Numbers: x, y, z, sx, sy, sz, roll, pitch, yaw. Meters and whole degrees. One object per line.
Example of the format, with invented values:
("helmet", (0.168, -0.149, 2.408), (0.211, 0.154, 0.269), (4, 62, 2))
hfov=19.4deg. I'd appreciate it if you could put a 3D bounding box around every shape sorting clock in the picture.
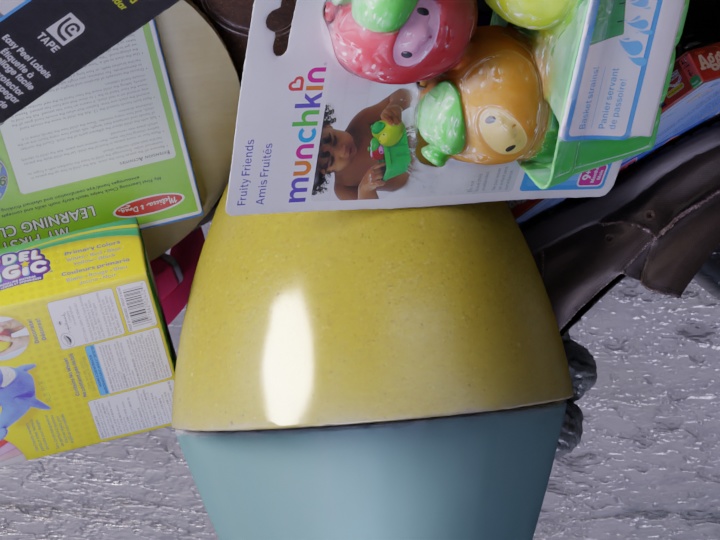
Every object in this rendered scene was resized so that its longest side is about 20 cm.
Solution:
("shape sorting clock", (-0.156, -0.069, 1.020), (0.200, 0.039, 0.200), (-6, 125, -8))

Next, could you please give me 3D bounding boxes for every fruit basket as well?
("fruit basket", (0.047, -0.105, 0.926), (0.200, 0.094, 0.186), (-6, 123, -28))

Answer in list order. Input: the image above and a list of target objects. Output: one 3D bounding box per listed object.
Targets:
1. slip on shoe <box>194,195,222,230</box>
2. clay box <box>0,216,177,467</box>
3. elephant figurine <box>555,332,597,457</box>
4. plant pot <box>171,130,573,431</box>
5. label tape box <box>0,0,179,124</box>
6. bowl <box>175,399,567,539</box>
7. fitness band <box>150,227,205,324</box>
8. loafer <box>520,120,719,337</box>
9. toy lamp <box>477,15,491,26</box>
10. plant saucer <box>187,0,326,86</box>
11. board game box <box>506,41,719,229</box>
("slip on shoe", (-0.132, -0.041, 1.144), (0.200, 0.076, 0.061), (-27, -174, 3))
("clay box", (-0.195, 0.048, 1.053), (0.200, 0.048, 0.115), (-12, 136, -3))
("elephant figurine", (0.047, 0.044, 1.255), (0.155, 0.142, 0.200), (-28, 152, 22))
("plant pot", (0.000, 0.000, 1.046), (0.200, 0.142, 0.200), (-5, 179, 0))
("label tape box", (-0.127, -0.163, 0.861), (0.200, 0.063, 0.144), (-33, 139, 11))
("bowl", (0.010, 0.123, 1.076), (0.200, 0.105, 0.201), (-5, 178, 0))
("fitness band", (-0.179, 0.012, 1.174), (0.144, 0.200, 0.037), (29, 149, 39))
("loafer", (0.160, -0.020, 1.119), (0.200, 0.071, 0.073), (-29, 171, 15))
("toy lamp", (0.055, -0.059, 1.138), (0.058, 0.058, 0.200), (4, 153, 2))
("plant saucer", (-0.049, -0.137, 0.999), (0.200, 0.035, 0.200), (9, 148, 5))
("board game box", (0.140, -0.068, 1.080), (0.103, 0.019, 0.200), (-18, 168, -39))
